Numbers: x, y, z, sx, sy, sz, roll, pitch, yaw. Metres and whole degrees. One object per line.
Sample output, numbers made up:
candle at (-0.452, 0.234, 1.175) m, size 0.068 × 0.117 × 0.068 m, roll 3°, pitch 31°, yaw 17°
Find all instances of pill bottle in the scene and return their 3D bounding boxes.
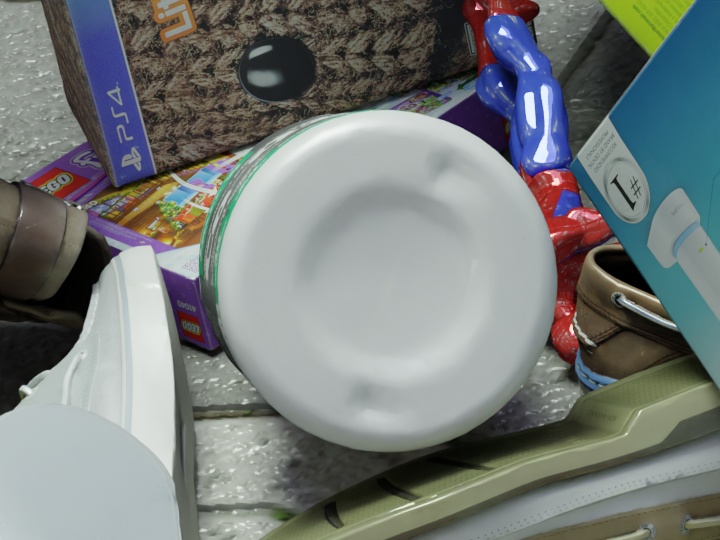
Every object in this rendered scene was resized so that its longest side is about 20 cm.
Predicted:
pill bottle at (0.000, 0.000, 1.068) m, size 0.113 × 0.113 × 0.200 m, roll -16°, pitch 3°, yaw -5°

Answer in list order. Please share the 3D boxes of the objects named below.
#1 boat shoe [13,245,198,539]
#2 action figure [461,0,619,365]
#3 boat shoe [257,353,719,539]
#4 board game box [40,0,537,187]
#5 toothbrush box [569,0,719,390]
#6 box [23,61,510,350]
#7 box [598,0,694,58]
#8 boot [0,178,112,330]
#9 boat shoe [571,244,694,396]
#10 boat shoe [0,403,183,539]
boat shoe at (-0.099, 0.062, 1.128) m, size 0.068 × 0.072 × 0.200 m, roll -9°, pitch 40°, yaw 1°
action figure at (0.099, -0.046, 1.204) m, size 0.099 × 0.065 × 0.200 m, roll -1°, pitch 54°, yaw -5°
boat shoe at (0.059, 0.090, 1.005) m, size 0.200 × 0.069 × 0.075 m, roll -19°, pitch 9°, yaw -9°
board game box at (-0.043, -0.153, 1.284) m, size 0.200 × 0.160 × 0.097 m, roll -19°, pitch 31°, yaw -9°
toothbrush box at (0.178, -0.006, 0.954) m, size 0.085 × 0.147 × 0.200 m, roll -16°, pitch 63°, yaw -37°
box at (-0.041, -0.046, 1.303) m, size 0.200 × 0.039 × 0.137 m, roll -34°, pitch 37°, yaw -31°
box at (0.123, -0.147, 1.293) m, size 0.048 × 0.122 × 0.200 m, roll -41°, pitch 9°, yaw 14°
boot at (-0.176, -0.007, 1.237) m, size 0.146 × 0.070 × 0.200 m, roll 14°, pitch -8°, yaw 1°
boat shoe at (0.171, 0.022, 1.078) m, size 0.199 × 0.073 × 0.072 m, roll -2°, pitch 32°, yaw 18°
boat shoe at (-0.079, 0.126, 0.990) m, size 0.071 × 0.070 × 0.200 m, roll -12°, pitch 41°, yaw -27°
